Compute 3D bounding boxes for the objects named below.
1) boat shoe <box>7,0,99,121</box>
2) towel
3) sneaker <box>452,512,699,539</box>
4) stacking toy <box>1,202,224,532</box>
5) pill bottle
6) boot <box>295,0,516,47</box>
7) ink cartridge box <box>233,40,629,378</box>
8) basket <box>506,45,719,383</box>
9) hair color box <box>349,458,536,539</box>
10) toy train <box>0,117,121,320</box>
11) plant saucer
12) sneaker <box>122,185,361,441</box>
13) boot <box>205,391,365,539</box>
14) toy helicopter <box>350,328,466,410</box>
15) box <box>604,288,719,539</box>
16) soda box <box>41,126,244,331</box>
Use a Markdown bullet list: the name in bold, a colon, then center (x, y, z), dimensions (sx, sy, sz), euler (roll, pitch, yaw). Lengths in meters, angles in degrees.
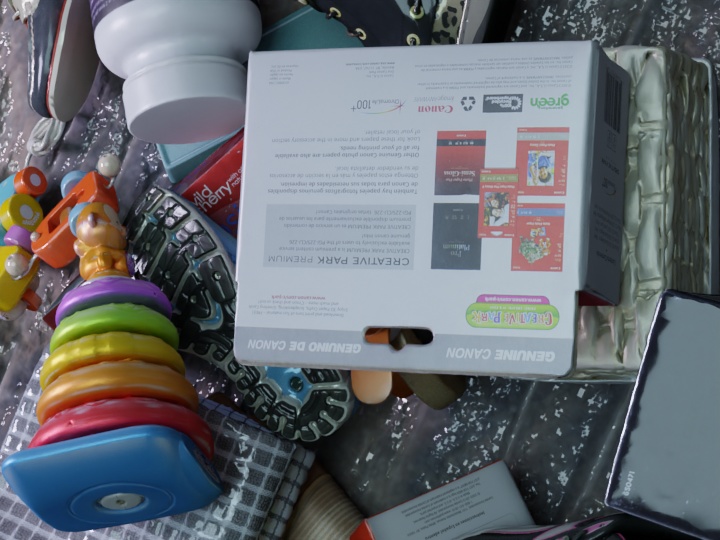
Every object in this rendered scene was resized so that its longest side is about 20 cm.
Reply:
- **boat shoe**: center (-0.217, -0.203, 1.194), dimensions (0.062, 0.071, 0.201), euler (4, 83, 9)
- **towel**: center (-0.149, 0.149, 1.069), dimensions (0.199, 0.086, 0.166), euler (19, 85, 21)
- **sneaker**: center (0.121, 0.171, 0.970), dimensions (0.199, 0.086, 0.081), euler (-13, 72, -13)
- **stacking toy**: center (-0.147, 0.046, 1.008), dimensions (0.109, 0.116, 0.201), euler (-13, 61, 8)
- **pill bottle**: center (-0.125, -0.191, 1.121), dimensions (0.111, 0.111, 0.201), euler (-16, 73, 22)
- **boot**: center (0.008, -0.147, 1.069), dimensions (0.153, 0.073, 0.204), euler (24, 112, 13)
- **ink cartridge box**: center (0.038, -0.029, 0.926), dimensions (0.199, 0.084, 0.176), euler (2, 84, 23)
- **basket**: center (0.134, -0.033, 1.003), dimensions (0.135, 0.123, 0.201), euler (0, 86, 23)
- **hair color box**: center (0.081, 0.228, 1.022), dimensions (0.101, 0.061, 0.201), euler (-21, 75, -17)
- **toy train**: center (-0.212, -0.030, 1.160), dimensions (0.150, 0.056, 0.200), euler (-48, 27, 5)
- **plant saucer**: center (-0.063, -0.132, 1.154), dimensions (0.199, 0.019, 0.070), euler (-25, 78, 20)
- **sneaker**: center (-0.074, 0.026, 1.071), dimensions (0.200, 0.090, 0.078), euler (46, 111, 12)
- **boot**: center (-0.097, 0.195, 1.125), dimensions (0.155, 0.074, 0.200), euler (40, 92, 20)
- **toy helicopter**: center (0.000, 0.000, 1.032), dimensions (0.079, 0.132, 0.200), euler (-32, 96, 19)
- **box**: center (0.261, 0.093, 0.898), dimensions (0.199, 0.198, 0.124), euler (17, 97, 24)
- **soda box**: center (-0.117, -0.015, 1.136), dimensions (0.200, 0.063, 0.070), euler (-39, 101, 16)
